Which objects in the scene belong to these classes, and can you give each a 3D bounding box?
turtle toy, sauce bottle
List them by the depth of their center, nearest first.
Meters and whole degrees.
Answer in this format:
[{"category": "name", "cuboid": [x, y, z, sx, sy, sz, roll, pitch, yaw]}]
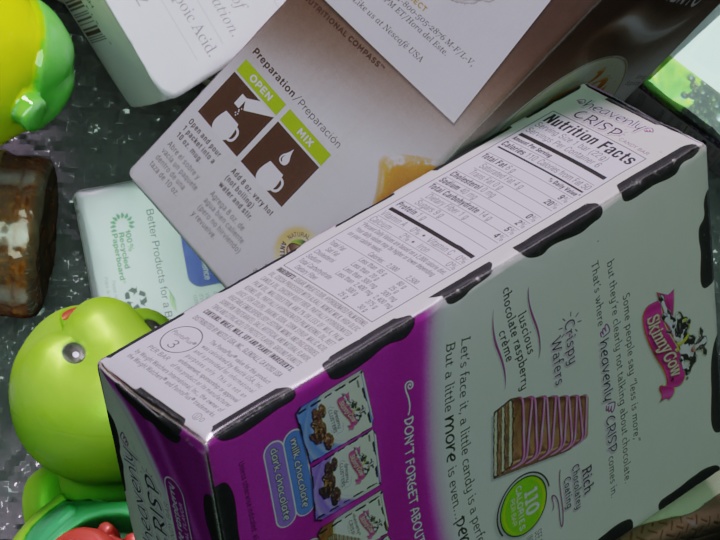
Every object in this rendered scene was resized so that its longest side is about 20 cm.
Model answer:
[{"category": "turtle toy", "cuboid": [-0.069, 0.108, 0.968, 0.146, 0.101, 0.200, -18, 82, -35]}, {"category": "sauce bottle", "cuboid": [-0.212, -0.021, 1.037, 0.200, 0.066, 0.066, 7, 85, 0]}]

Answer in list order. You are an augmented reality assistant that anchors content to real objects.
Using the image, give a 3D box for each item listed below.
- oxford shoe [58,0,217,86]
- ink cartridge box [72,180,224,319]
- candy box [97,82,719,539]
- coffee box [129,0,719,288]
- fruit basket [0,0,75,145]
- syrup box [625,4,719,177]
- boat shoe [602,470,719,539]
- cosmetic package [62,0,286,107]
[{"category": "oxford shoe", "cuboid": [-0.049, -0.105, 1.047, 0.200, 0.058, 0.075, 23, 82, 0]}, {"category": "ink cartridge box", "cuboid": [0.000, 0.000, 1.048, 0.200, 0.037, 0.095, -11, 84, 2]}, {"category": "candy box", "cuboid": [0.022, 0.046, 0.893, 0.200, 0.136, 0.061, -29, 41, -27]}, {"category": "coffee box", "cuboid": [0.034, -0.074, 0.947, 0.200, 0.114, 0.080, -46, 74, 18]}, {"category": "fruit basket", "cuboid": [-0.193, -0.115, 0.976, 0.215, 0.216, 0.156, 1, 85, 1]}, {"category": "syrup box", "cuboid": [0.169, -0.058, 1.027, 0.200, 0.081, 0.079, 38, 88, 5]}, {"category": "boat shoe", "cuboid": [0.104, 0.073, 1.007, 0.200, 0.072, 0.076, -23, 62, -31]}, {"category": "cosmetic package", "cuboid": [-0.018, -0.149, 0.993, 0.200, 0.074, 0.102, -34, 100, -12]}]
